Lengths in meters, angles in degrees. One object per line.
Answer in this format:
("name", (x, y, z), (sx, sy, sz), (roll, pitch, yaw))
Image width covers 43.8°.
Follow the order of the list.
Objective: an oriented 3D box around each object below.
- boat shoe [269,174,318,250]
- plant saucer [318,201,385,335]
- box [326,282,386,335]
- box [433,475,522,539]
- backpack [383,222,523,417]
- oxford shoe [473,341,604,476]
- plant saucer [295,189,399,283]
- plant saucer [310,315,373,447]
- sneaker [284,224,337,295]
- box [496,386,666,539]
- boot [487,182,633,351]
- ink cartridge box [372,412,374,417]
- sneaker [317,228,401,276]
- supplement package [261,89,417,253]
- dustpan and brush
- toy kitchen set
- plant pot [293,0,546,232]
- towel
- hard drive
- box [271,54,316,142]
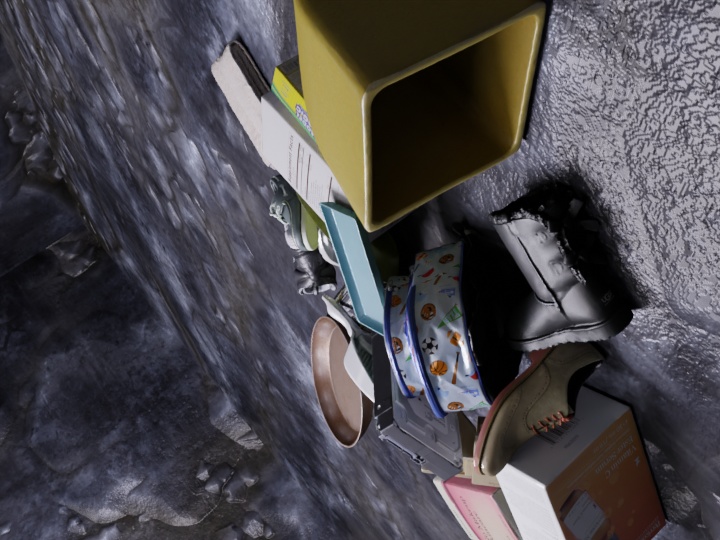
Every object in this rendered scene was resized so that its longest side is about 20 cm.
("boat shoe", (-0.098, -0.085, 1.282), (0.201, 0.061, 0.074), (-101, -4, -55))
("plant saucer", (0.000, 0.000, 1.130), (0.069, 0.019, 0.202), (26, 146, 42))
("box", (0.040, 0.070, 1.337), (0.159, 0.050, 0.200), (25, 162, -4))
("box", (0.222, 0.353, 1.395), (0.129, 0.108, 0.200), (56, 159, -7))
("backpack", (0.107, 0.078, 1.096), (0.191, 0.152, 0.202), (-85, -29, -64))
("oxford shoe", (0.203, 0.159, 1.029), (0.074, 0.202, 0.070), (32, 177, 35))
("plant saucer", (-0.010, -0.067, 1.253), (0.200, 0.031, 0.201), (43, -164, -15))
("plant saucer", (-0.026, 0.168, 1.377), (0.200, 0.034, 0.204), (171, 90, -66))
("sneaker", (-0.078, -0.025, 1.416), (0.200, 0.074, 0.116), (-90, -9, -77))
("box", (0.270, 0.270, 1.104), (0.106, 0.152, 0.202), (20, 142, 55))
("boot", (0.193, 0.001, 0.977), (0.164, 0.073, 0.197), (56, 152, -10))
("ink cartridge box", (0.054, 0.186, 1.403), (0.199, 0.068, 0.117), (30, -165, -39))
("sneaker", (0.012, -0.017, 1.341), (0.084, 0.075, 0.200), (13, 154, 45))
("supplement package", (-0.023, -0.150, 1.148), (0.200, 0.120, 0.120), (48, 156, 19))
("dustpan and brush", (0.007, 0.112, 1.257), (0.199, 0.058, 0.139), (38, -165, 23))
("toy kitchen set", (0.191, 0.188, 1.268), (0.196, 0.183, 0.164), (5, 148, 9))
("plant pot", (0.034, -0.203, 0.870), (0.201, 0.193, 0.196), (53, 161, 29))
("towel", (-0.169, -0.258, 1.428), (0.202, 0.034, 0.132), (59, 158, -9))
("hard drive", (0.074, 0.159, 1.185), (0.139, 0.038, 0.202), (38, -147, -30))
("box", (0.000, -0.180, 1.058), (0.201, 0.117, 0.049), (50, 153, 13))
